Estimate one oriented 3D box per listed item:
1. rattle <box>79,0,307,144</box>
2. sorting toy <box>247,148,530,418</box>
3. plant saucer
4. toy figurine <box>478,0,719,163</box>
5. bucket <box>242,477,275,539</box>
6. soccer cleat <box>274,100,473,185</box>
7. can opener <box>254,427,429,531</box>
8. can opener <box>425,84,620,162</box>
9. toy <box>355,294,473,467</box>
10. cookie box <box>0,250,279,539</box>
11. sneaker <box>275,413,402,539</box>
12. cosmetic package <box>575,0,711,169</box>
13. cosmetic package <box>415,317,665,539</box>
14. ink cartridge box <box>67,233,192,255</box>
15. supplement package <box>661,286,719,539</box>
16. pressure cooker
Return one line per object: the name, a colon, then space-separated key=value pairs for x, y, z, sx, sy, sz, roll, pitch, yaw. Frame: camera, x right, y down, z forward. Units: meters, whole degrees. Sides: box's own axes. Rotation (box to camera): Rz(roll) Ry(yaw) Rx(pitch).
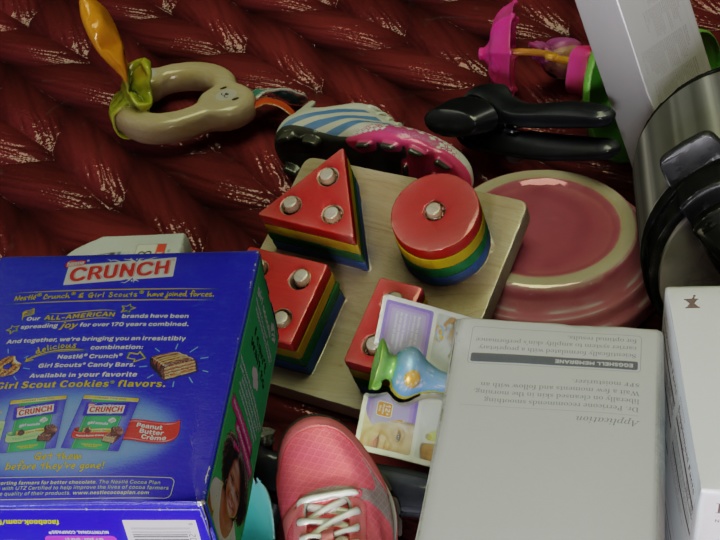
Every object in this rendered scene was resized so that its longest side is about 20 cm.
rattle: x=-0.151 y=-0.199 z=1.217 sx=0.197 sy=0.145 sz=0.130 roll=3 pitch=22 yaw=22
sorting toy: x=0.000 y=0.000 z=0.955 sx=0.197 sy=0.070 sz=0.201 roll=13 pitch=63 yaw=25
plant saucer: x=0.146 y=-0.017 z=1.021 sx=0.197 sy=0.051 sz=0.202 roll=-4 pitch=41 yaw=3
toy figurine: x=0.205 y=-0.197 z=1.184 sx=0.198 sy=0.153 sz=0.183 roll=-11 pitch=24 yaw=-40
bucket: x=-0.134 y=0.203 z=0.733 sx=0.203 sy=0.136 sz=0.209 roll=-5 pitch=40 yaw=4
soccer cleat: x=0.018 y=-0.116 z=1.141 sx=0.197 sy=0.071 sz=0.087 roll=14 pitch=44 yaw=23
can opener: x=-0.025 y=0.143 z=0.844 sx=0.197 sy=0.063 sz=0.080 roll=-1 pitch=82 yaw=22
can opener: x=0.144 y=-0.119 z=1.090 sx=0.078 sy=0.064 sz=0.199 roll=-35 pitch=31 yaw=-29
toy: x=0.102 y=0.083 z=0.846 sx=0.197 sy=0.047 sz=0.117 roll=13 pitch=61 yaw=-1
cookie box: x=-0.143 y=0.079 z=0.717 sx=0.168 sy=0.076 sz=0.201 roll=-1 pitch=39 yaw=8
sneaker: x=-0.008 y=0.172 z=0.735 sx=0.073 sy=0.087 sz=0.203 roll=-13 pitch=66 yaw=2
cosmetic package: x=0.247 y=-0.152 z=1.050 sx=0.082 sy=0.202 sz=0.050 roll=-32 pitch=20 yaw=-28
cosmetic package: x=0.101 y=0.169 z=0.687 sx=0.121 sy=0.201 sz=0.201 roll=3 pitch=41 yaw=13
ink cartridge box: x=-0.242 y=0.036 z=1.015 sx=0.196 sy=0.051 sz=0.163 roll=1 pitch=40 yaw=4
supplement package: x=0.245 y=0.132 z=0.710 sx=0.149 sy=0.202 sz=0.152 roll=-1 pitch=40 yaw=7
pressure cooker: x=0.286 y=-0.031 z=0.917 sx=0.173 sy=0.181 sz=0.201 roll=10 pitch=36 yaw=3
